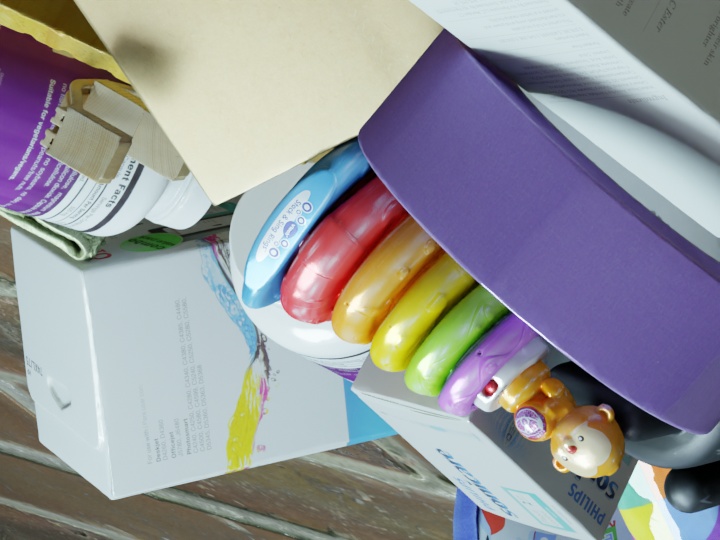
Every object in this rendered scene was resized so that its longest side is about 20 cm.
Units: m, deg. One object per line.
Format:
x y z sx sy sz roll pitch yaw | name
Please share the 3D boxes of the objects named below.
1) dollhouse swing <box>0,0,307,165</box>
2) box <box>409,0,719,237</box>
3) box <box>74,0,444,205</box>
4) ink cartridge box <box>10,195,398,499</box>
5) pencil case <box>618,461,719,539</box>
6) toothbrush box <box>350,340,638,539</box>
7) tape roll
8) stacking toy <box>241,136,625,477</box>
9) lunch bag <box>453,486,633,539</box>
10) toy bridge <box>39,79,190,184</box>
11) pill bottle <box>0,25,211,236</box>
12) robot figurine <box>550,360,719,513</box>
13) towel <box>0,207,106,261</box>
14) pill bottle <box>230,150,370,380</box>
-0.100 -0.118 1.480 0.200 0.182 0.176 25 144 6 | dollhouse swing
0.133 -0.117 1.159 0.200 0.125 0.097 36 163 -25 | box
-0.058 -0.143 1.300 0.163 0.021 0.200 -25 108 29 | box
-0.093 0.035 1.736 0.200 0.146 0.147 -12 -163 -22 | ink cartridge box
0.179 0.113 1.604 0.088 0.088 0.200 -12 103 66 | pencil case
0.102 0.019 1.489 0.085 0.200 0.146 14 158 41 | toothbrush box
0.095 -0.019 1.218 0.200 0.066 0.200 38 -170 -8 | tape roll
0.050 0.028 1.357 0.200 0.116 0.110 45 -148 12 | stacking toy
0.141 0.122 1.691 0.200 0.170 0.124 7 174 -33 | lunch bag
-0.111 -0.071 1.406 0.067 0.027 0.200 30 -168 15 | toy bridge
-0.175 -0.086 1.551 0.200 0.113 0.112 17 171 -30 | pill bottle
0.187 0.031 1.416 0.125 0.200 0.150 60 139 23 | robot figurine
-0.196 -0.101 1.664 0.148 0.200 0.036 33 126 -19 | towel
0.000 0.000 1.550 0.112 0.113 0.200 21 175 22 | pill bottle
